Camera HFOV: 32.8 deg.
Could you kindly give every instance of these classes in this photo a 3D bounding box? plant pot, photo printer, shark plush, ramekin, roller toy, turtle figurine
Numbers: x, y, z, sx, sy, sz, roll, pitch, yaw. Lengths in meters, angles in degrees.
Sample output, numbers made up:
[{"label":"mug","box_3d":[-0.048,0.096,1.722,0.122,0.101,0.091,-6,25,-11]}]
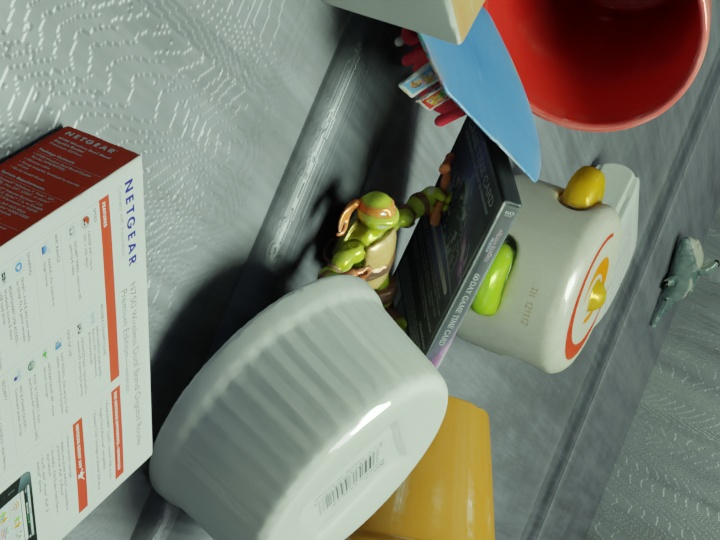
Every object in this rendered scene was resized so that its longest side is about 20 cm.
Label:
[{"label":"plant pot","box_3d":[0.034,0.201,1.044,0.200,0.199,0.184,52,46,-65]},{"label":"photo printer","box_3d":[0.312,-0.024,1.617,0.167,0.069,0.200,-61,158,-20]},{"label":"shark plush","box_3d":[0.620,0.018,2.434,0.083,0.091,0.200,-2,135,-46]},{"label":"ramekin","box_3d":[-0.033,0.109,0.816,0.200,0.098,0.201,-39,155,-21]},{"label":"roller toy","box_3d":[0.187,0.004,1.256,0.200,0.139,0.183,-56,156,-29]},{"label":"plant pot","box_3d":[0.215,-0.249,1.048,0.178,0.199,0.201,-58,157,-46]},{"label":"turtle figurine","box_3d":[0.000,0.000,0.918,0.200,0.064,0.162,-46,155,-41]}]

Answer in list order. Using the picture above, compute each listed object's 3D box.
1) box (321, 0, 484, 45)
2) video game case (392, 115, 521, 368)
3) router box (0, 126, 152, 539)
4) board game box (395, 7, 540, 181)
[{"label":"box","box_3d":[0.047,-0.268,0.726,0.201,0.106,0.152,-62,157,-16]},{"label":"video game case","box_3d":[0.069,-0.016,0.962,0.143,0.019,0.201,-96,-155,-51]},{"label":"router box","box_3d":[-0.175,0.059,0.583,0.179,0.049,0.201,-43,147,-47]},{"label":"board game box","box_3d":[0.063,-0.147,0.868,0.200,0.039,0.159,36,37,-50]}]
